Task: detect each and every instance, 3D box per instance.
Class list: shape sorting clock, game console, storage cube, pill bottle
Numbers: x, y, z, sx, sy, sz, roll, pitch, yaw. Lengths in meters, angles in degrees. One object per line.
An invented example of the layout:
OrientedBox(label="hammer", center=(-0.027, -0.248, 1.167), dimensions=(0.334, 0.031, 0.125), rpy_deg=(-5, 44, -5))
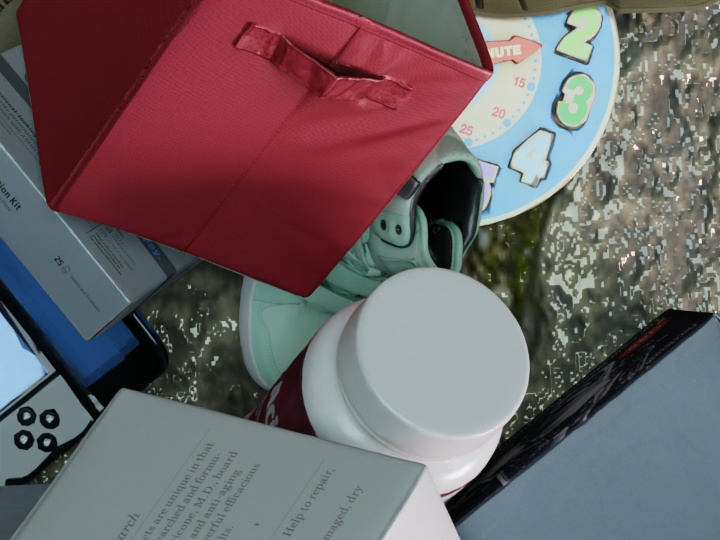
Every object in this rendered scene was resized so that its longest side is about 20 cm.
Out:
OrientedBox(label="shape sorting clock", center=(0.055, -0.125, 1.416), dimensions=(0.199, 0.039, 0.201), rpy_deg=(0, 90, 0))
OrientedBox(label="game console", center=(-0.230, 0.025, 1.375), dimensions=(0.171, 0.118, 0.200), rpy_deg=(-38, 90, -1))
OrientedBox(label="storage cube", center=(-0.063, -0.122, 1.270), dimensions=(0.171, 0.200, 0.180), rpy_deg=(19, 126, -31))
OrientedBox(label="pill bottle", center=(0.009, 0.083, 1.286), dimensions=(0.114, 0.200, 0.114), rpy_deg=(9, 61, -18))

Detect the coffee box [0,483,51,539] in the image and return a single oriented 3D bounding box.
OrientedBox(label="coffee box", center=(-0.173, 0.233, 1.362), dimensions=(0.080, 0.113, 0.201), rpy_deg=(-3, 101, 0))

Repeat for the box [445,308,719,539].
OrientedBox(label="box", center=(0.144, 0.121, 1.347), dimensions=(0.200, 0.182, 0.104), rpy_deg=(-39, 91, -1))

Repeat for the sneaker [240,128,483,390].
OrientedBox(label="sneaker", center=(0.000, 0.000, 1.353), dimensions=(0.074, 0.118, 0.201), rpy_deg=(15, 108, -31))

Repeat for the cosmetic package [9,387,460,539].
OrientedBox(label="cosmetic package", center=(-0.061, 0.189, 1.222), dimensions=(0.200, 0.168, 0.166), rpy_deg=(11, 53, 34))

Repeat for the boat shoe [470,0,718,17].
OrientedBox(label="boat shoe", center=(0.111, -0.192, 1.373), dimensions=(0.199, 0.075, 0.069), rpy_deg=(3, 67, -2))

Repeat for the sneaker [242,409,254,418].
OrientedBox(label="sneaker", center=(-0.036, 0.193, 1.398), dimensions=(0.118, 0.074, 0.200), rpy_deg=(-43, 81, -7))

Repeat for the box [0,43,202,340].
OrientedBox(label="box", center=(-0.147, -0.059, 1.337), dimensions=(0.041, 0.200, 0.156), rpy_deg=(-39, 90, 25))

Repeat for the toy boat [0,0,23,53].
OrientedBox(label="toy boat", center=(-0.243, -0.195, 1.383), dimensions=(0.200, 0.131, 0.131), rpy_deg=(-45, 67, 0))
